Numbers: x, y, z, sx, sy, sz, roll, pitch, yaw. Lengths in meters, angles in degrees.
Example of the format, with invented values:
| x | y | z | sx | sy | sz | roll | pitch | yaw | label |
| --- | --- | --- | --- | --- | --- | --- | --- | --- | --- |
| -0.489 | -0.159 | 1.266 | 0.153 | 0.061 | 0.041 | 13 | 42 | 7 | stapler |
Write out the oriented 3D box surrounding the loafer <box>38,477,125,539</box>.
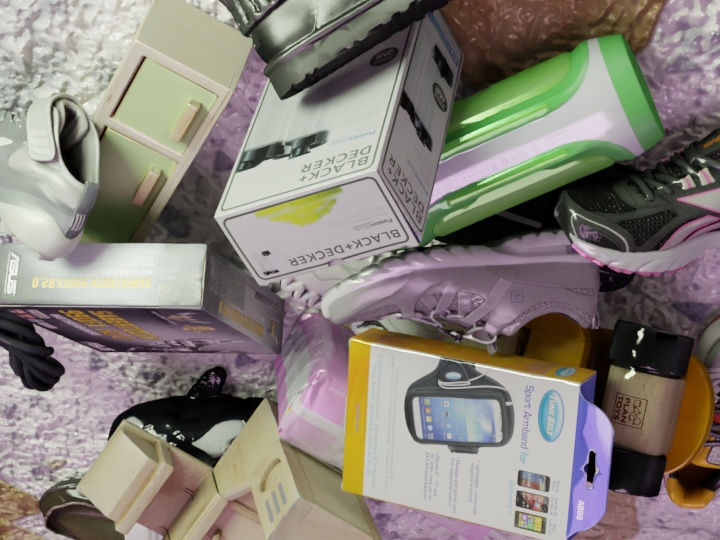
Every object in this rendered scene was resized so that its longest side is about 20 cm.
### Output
| x | y | z | sx | sy | sz | roll | pitch | yaw | label |
| --- | --- | --- | --- | --- | --- | --- | --- | --- | --- |
| -0.209 | 0.256 | 1.442 | 0.200 | 0.071 | 0.073 | 20 | 134 | -6 | loafer |

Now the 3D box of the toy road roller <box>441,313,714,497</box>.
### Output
| x | y | z | sx | sy | sz | roll | pitch | yaw | label |
| --- | --- | --- | --- | --- | --- | --- | --- | --- | --- |
| 0.164 | 0.091 | 1.153 | 0.200 | 0.123 | 0.146 | 13 | -178 | 23 | toy road roller |

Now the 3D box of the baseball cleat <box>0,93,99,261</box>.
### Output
| x | y | z | sx | sy | sz | roll | pitch | yaw | label |
| --- | --- | --- | --- | --- | --- | --- | --- | --- | --- |
| -0.242 | -0.095 | 1.084 | 0.200 | 0.070 | 0.107 | 43 | 110 | 29 | baseball cleat |

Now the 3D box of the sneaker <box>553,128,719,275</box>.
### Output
| x | y | z | sx | sy | sz | roll | pitch | yaw | label |
| --- | --- | --- | --- | --- | --- | --- | --- | --- | --- |
| 0.223 | -0.056 | 1.028 | 0.200 | 0.080 | 0.087 | -5 | 125 | -23 | sneaker |

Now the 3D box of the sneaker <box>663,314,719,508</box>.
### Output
| x | y | z | sx | sy | sz | roll | pitch | yaw | label |
| --- | --- | --- | --- | --- | --- | --- | --- | --- | --- |
| 0.285 | 0.109 | 1.177 | 0.078 | 0.082 | 0.200 | 14 | 134 | 0 | sneaker |

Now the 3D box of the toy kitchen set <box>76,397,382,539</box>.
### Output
| x | y | z | sx | sy | sz | roll | pitch | yaw | label |
| --- | --- | --- | --- | --- | --- | --- | --- | --- | --- |
| -0.120 | 0.206 | 1.174 | 0.163 | 0.180 | 0.200 | 32 | 99 | -20 | toy kitchen set |

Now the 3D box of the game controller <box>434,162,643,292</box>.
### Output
| x | y | z | sx | sy | sz | roll | pitch | yaw | label |
| --- | --- | --- | --- | --- | --- | --- | --- | --- | --- |
| 0.117 | -0.050 | 1.105 | 0.200 | 0.042 | 0.104 | 18 | 120 | -4 | game controller |

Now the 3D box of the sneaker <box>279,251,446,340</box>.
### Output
| x | y | z | sx | sy | sz | roll | pitch | yaw | label |
| --- | --- | --- | --- | --- | --- | --- | --- | --- | --- |
| 0.000 | 0.000 | 1.154 | 0.081 | 0.075 | 0.200 | -33 | 130 | 25 | sneaker |

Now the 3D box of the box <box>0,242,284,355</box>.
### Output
| x | y | z | sx | sy | sz | roll | pitch | yaw | label |
| --- | --- | --- | --- | --- | --- | --- | --- | --- | --- |
| -0.159 | 0.025 | 1.156 | 0.158 | 0.048 | 0.200 | 1 | 168 | 13 | box |

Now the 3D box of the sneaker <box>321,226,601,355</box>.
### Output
| x | y | z | sx | sy | sz | roll | pitch | yaw | label |
| --- | --- | --- | --- | --- | --- | --- | --- | --- | --- |
| 0.073 | 0.021 | 1.058 | 0.199 | 0.075 | 0.082 | -9 | 92 | 3 | sneaker |

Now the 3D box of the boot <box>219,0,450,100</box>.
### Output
| x | y | z | sx | sy | sz | roll | pitch | yaw | label |
| --- | --- | --- | --- | --- | --- | --- | --- | --- | --- |
| -0.010 | -0.221 | 0.937 | 0.211 | 0.079 | 0.158 | -32 | 89 | 1 | boot |

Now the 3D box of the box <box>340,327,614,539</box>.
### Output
| x | y | z | sx | sy | sz | roll | pitch | yaw | label |
| --- | --- | --- | --- | --- | --- | --- | --- | --- | --- |
| 0.084 | 0.117 | 1.085 | 0.200 | 0.041 | 0.119 | 10 | 105 | 24 | box |

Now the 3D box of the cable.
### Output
| x | y | z | sx | sy | sz | roll | pitch | yaw | label |
| --- | --- | --- | --- | --- | --- | --- | --- | --- | --- |
| -0.297 | 0.037 | 1.198 | 0.163 | 0.051 | 0.200 | 48 | 166 | -13 | cable |

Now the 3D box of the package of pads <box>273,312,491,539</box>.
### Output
| x | y | z | sx | sy | sz | roll | pitch | yaw | label |
| --- | --- | --- | --- | --- | --- | --- | --- | --- | --- |
| 0.026 | 0.123 | 1.218 | 0.200 | 0.121 | 0.076 | 31 | 110 | -17 | package of pads |

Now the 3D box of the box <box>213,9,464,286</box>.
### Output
| x | y | z | sx | sy | sz | roll | pitch | yaw | label |
| --- | --- | --- | --- | --- | --- | --- | --- | --- | --- |
| -0.008 | -0.088 | 0.976 | 0.116 | 0.200 | 0.060 | -14 | 127 | 26 | box |

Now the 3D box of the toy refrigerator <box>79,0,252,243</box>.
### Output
| x | y | z | sx | sy | sz | roll | pitch | yaw | label |
| --- | --- | --- | --- | --- | --- | --- | --- | --- | --- |
| -0.156 | -0.095 | 1.097 | 0.076 | 0.070 | 0.200 | 27 | 132 | -12 | toy refrigerator |

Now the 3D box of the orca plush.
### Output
| x | y | z | sx | sy | sz | roll | pitch | yaw | label |
| --- | --- | --- | --- | --- | --- | --- | --- | --- | --- |
| -0.115 | 0.119 | 1.293 | 0.199 | 0.105 | 0.071 | 1 | 102 | 16 | orca plush |

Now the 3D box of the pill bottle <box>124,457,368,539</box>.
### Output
| x | y | z | sx | sy | sz | roll | pitch | yaw | label |
| --- | --- | --- | --- | --- | --- | --- | --- | --- | --- |
| -0.097 | 0.215 | 1.346 | 0.199 | 0.117 | 0.117 | 8 | 134 | 7 | pill bottle |

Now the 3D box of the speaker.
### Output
| x | y | z | sx | sy | sz | roll | pitch | yaw | label |
| --- | --- | --- | --- | --- | --- | --- | --- | --- | --- |
| 0.094 | -0.082 | 1.017 | 0.200 | 0.089 | 0.089 | -23 | 125 | 15 | speaker |
